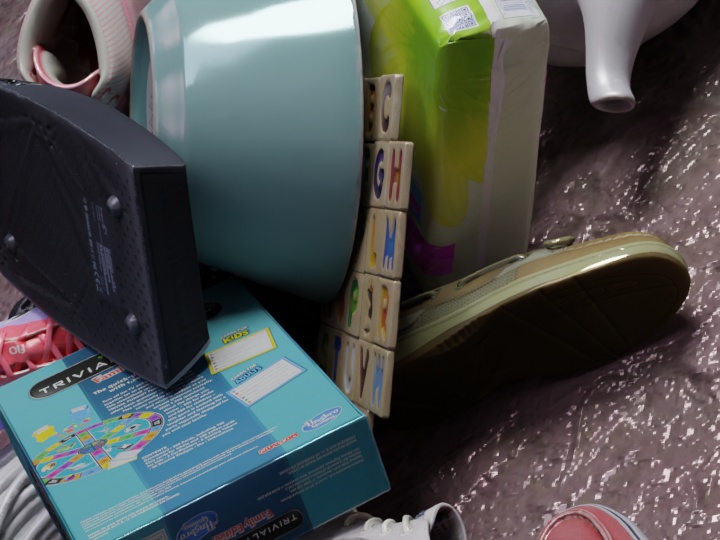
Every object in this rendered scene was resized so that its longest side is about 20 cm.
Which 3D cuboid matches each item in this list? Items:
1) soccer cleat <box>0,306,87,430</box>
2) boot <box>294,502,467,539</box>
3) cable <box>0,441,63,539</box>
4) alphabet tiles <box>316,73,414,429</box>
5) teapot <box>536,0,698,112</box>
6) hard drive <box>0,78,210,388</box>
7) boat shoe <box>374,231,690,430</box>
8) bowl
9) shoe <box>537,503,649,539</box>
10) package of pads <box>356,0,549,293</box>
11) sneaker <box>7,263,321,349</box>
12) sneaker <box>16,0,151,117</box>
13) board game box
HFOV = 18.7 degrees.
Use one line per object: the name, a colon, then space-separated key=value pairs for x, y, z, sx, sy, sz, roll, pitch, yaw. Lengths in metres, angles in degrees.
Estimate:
soccer cleat: x=-0.187 y=0.049 z=1.237 sx=0.199 sy=0.076 sz=0.067 roll=-25 pitch=73 yaw=7
boot: x=0.016 y=0.144 z=1.054 sx=0.096 sy=0.073 sz=0.201 roll=-50 pitch=41 yaw=20
cable: x=-0.156 y=0.164 z=1.194 sx=0.200 sy=0.069 sz=0.200 roll=-45 pitch=38 yaw=-3
alphabet tiles: x=0.000 y=0.000 z=1.133 sx=0.166 sy=0.006 sz=0.202 roll=-163 pitch=78 yaw=-78
teapot: x=0.112 y=-0.182 z=1.245 sx=0.196 sy=0.200 sz=0.147 roll=24 pitch=110 yaw=21
hard drive: x=-0.145 y=-0.028 z=1.161 sx=0.042 sy=0.136 sz=0.199 roll=-20 pitch=27 yaw=-28
boat shoe: x=0.079 y=0.020 z=1.136 sx=0.200 sy=0.073 sz=0.064 roll=-28 pitch=42 yaw=32
bowl: x=-0.068 y=-0.082 z=1.182 sx=0.104 sy=0.202 sz=0.202 roll=-2 pitch=36 yaw=-13
shoe: x=0.096 y=0.163 z=0.953 sx=0.071 sy=0.091 sz=0.201 roll=-29 pitch=38 yaw=18
package of pads: x=0.039 y=-0.105 z=1.167 sx=0.068 sy=0.201 sz=0.155 roll=-15 pitch=51 yaw=-15
sneaker: x=-0.115 y=0.029 z=1.308 sx=0.198 sy=0.083 sz=0.073 roll=-4 pitch=78 yaw=12
sneaker: x=-0.156 y=-0.089 z=1.269 sx=0.075 sy=0.202 sz=0.105 roll=9 pitch=25 yaw=19
board game box: x=-0.092 y=0.086 z=1.109 sx=0.150 sy=0.047 sz=0.200 roll=-25 pitch=27 yaw=-12
